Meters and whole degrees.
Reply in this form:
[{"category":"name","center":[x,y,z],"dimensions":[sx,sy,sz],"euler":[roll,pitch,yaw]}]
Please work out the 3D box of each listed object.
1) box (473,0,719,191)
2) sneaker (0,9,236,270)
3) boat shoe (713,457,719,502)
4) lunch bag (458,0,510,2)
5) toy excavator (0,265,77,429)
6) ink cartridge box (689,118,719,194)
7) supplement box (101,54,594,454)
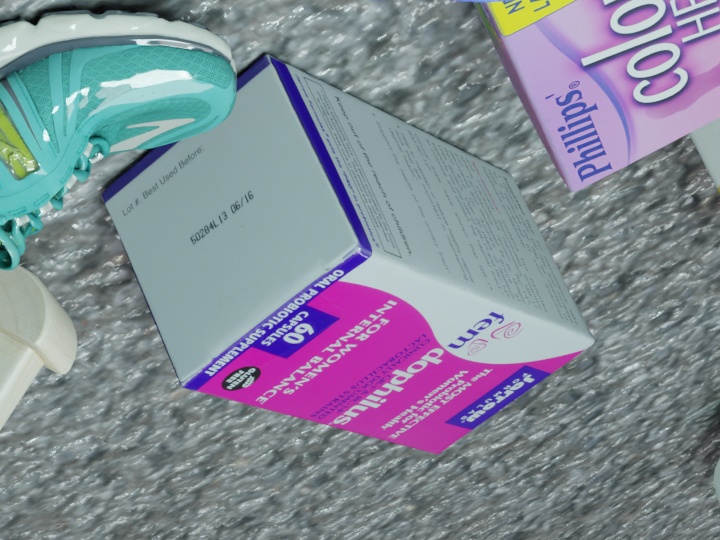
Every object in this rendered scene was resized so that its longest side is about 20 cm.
[{"category":"box","center":[0.130,-0.146,0.787],"dimensions":[0.199,0.097,0.176],"euler":[-26,152,5]},{"category":"sneaker","center":[-0.136,-0.035,0.788],"dimensions":[0.199,0.080,0.078],"euler":[-20,152,-10]},{"category":"boat shoe","center":[0.286,0.068,1.321],"dimensions":[0.200,0.071,0.064],"euler":[-55,172,32]},{"category":"lunch bag","center":[0.049,-0.173,0.598],"dimensions":[0.199,0.171,0.124],"euler":[-19,149,-8]},{"category":"toy excavator","center":[-0.226,0.092,0.896],"dimensions":[0.198,0.196,0.100],"euler":[1,155,13]},{"category":"ink cartridge box","center":[0.253,-0.056,0.926],"dimensions":[0.146,0.201,0.145],"euler":[-2,147,-36]},{"category":"supplement box","center":[0.000,0.000,0.931],"dimensions":[0.101,0.104,0.200],"euler":[-37,151,22]}]
